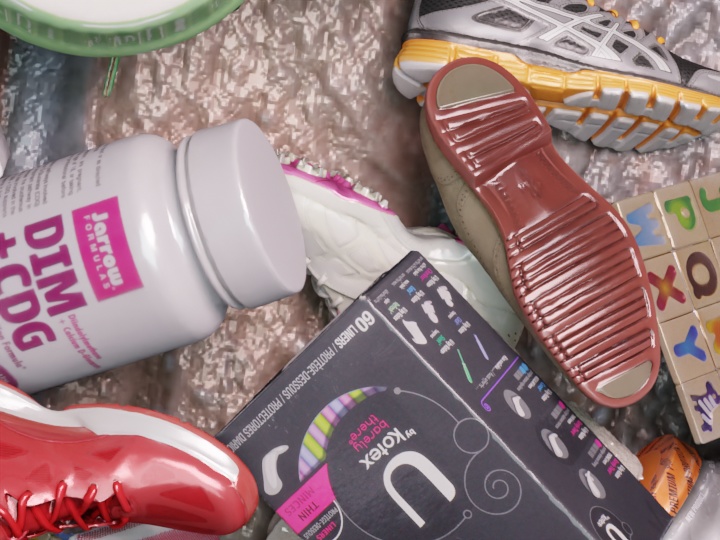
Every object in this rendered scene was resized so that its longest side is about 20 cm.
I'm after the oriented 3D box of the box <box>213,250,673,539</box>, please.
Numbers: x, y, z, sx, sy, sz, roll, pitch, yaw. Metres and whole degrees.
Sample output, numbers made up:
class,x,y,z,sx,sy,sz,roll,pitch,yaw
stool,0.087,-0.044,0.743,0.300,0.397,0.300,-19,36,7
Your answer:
class,x,y,z,sx,sy,sz,roll,pitch,yaw
box,0.044,0.109,1.416,0.200,0.106,0.122,46,112,1

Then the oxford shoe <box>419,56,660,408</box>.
class,x,y,z,sx,sy,sz,roll,pitch,yaw
oxford shoe,0.093,-0.015,1.447,0.070,0.075,0.200,-22,77,-17

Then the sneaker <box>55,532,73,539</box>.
class,x,y,z,sx,sy,sz,roll,pitch,yaw
sneaker,-0.183,0.241,1.493,0.071,0.083,0.200,11,93,-6

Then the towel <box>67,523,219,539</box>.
class,x,y,z,sx,sy,sz,roll,pitch,yaw
towel,-0.119,0.227,1.475,0.030,0.146,0.201,1,93,24

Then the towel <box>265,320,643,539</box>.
class,x,y,z,sx,sy,sz,roll,pitch,yaw
towel,0.044,0.131,1.506,0.132,0.034,0.200,41,110,-8

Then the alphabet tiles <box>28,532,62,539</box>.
class,x,y,z,sx,sy,sz,roll,pitch,yaw
alphabet tiles,-0.206,0.194,1.450,0.200,0.006,0.167,32,112,34

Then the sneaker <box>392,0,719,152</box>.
class,x,y,z,sx,sy,sz,roll,pitch,yaw
sneaker,0.118,-0.118,1.506,0.199,0.078,0.077,12,67,-15

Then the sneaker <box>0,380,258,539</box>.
class,x,y,z,sx,sy,sz,roll,pitch,yaw
sneaker,-0.159,0.124,1.377,0.199,0.078,0.116,12,49,11

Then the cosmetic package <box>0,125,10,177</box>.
class,x,y,z,sx,sy,sz,roll,pitch,yaw
cosmetic package,-0.291,-0.072,1.403,0.199,0.200,0.123,-20,98,-4

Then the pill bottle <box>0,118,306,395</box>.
class,x,y,z,sx,sy,sz,roll,pitch,yaw
pill bottle,-0.137,-0.005,1.440,0.200,0.113,0.114,-18,96,14

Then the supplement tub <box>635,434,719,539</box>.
class,x,y,z,sx,sy,sz,roll,pitch,yaw
supplement tub,0.217,0.187,1.509,0.200,0.123,0.123,38,90,-7

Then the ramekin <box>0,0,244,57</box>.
class,x,y,z,sx,sy,sz,roll,pitch,yaw
ramekin,-0.125,-0.203,1.338,0.199,0.098,0.201,0,94,-5

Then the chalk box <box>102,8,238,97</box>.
class,x,y,z,sx,sy,sz,roll,pitch,yaw
chalk box,-0.121,-0.192,1.451,0.123,0.124,0.201,-1,95,-5

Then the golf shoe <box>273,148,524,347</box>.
class,x,y,z,sx,sy,sz,roll,pitch,yaw
golf shoe,0.000,0.000,1.502,0.200,0.075,0.092,26,94,-6

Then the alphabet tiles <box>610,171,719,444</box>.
class,x,y,z,sx,sy,sz,roll,pitch,yaw
alphabet tiles,0.218,0.043,1.487,0.167,0.008,0.200,-16,85,-47
